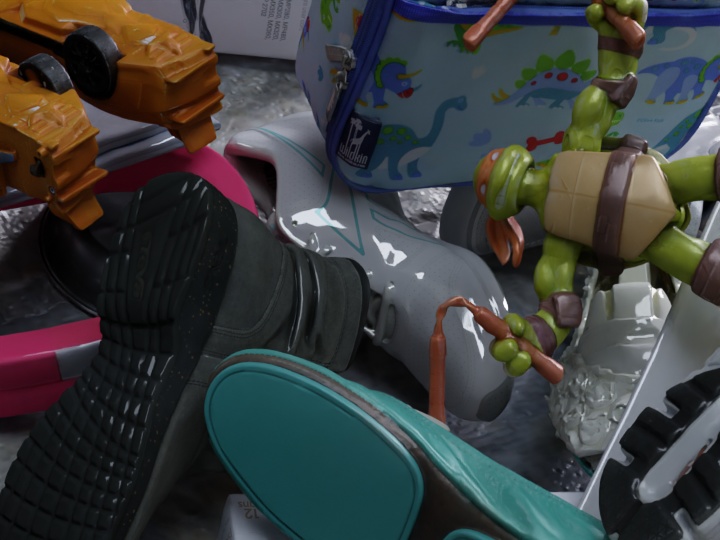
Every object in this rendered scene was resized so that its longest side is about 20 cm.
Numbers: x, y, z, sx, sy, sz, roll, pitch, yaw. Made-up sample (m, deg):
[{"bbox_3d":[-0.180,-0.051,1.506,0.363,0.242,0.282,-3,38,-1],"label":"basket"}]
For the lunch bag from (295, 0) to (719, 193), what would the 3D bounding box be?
[{"bbox_3d":[0.077,-0.114,0.800,0.198,0.161,0.083,-2,51,-23],"label":"lunch bag"}]

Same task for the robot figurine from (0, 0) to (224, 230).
[{"bbox_3d":[-0.164,-0.086,0.771,0.199,0.059,0.145,22,44,35],"label":"robot figurine"}]

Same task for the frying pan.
[{"bbox_3d":[-0.066,-0.026,0.870,0.188,0.031,0.115,-15,50,-26],"label":"frying pan"}]

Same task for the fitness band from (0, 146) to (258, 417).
[{"bbox_3d":[-0.141,-0.002,0.787,0.197,0.038,0.144,-10,45,-8],"label":"fitness band"}]

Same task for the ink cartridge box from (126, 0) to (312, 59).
[{"bbox_3d":[-0.103,-0.198,0.997,0.197,0.085,0.146,5,43,-9],"label":"ink cartridge box"}]

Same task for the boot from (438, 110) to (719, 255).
[{"bbox_3d":[0.133,-0.044,0.913,0.095,0.074,0.199,32,42,28],"label":"boot"}]

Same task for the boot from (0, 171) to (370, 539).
[{"bbox_3d":[-0.062,0.071,0.715,0.067,0.130,0.202,13,77,42],"label":"boot"}]

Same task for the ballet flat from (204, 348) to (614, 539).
[{"bbox_3d":[0.031,0.092,0.657,0.199,0.068,0.070,32,20,17],"label":"ballet flat"}]

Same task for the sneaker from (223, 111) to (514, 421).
[{"bbox_3d":[0.000,0.000,0.825,0.080,0.071,0.201,-10,46,-33],"label":"sneaker"}]

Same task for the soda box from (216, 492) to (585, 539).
[{"bbox_3d":[0.042,0.133,0.701,0.197,0.064,0.069,2,43,-16],"label":"soda box"}]

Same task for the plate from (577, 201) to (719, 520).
[{"bbox_3d":[0.204,0.068,0.684,0.198,0.032,0.201,18,65,24],"label":"plate"}]

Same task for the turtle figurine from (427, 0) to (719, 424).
[{"bbox_3d":[0.107,-0.015,0.708,0.160,0.202,0.064,14,-6,19],"label":"turtle figurine"}]

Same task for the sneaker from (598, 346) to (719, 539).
[{"bbox_3d":[0.177,0.045,0.635,0.200,0.090,0.078,-43,30,-1],"label":"sneaker"}]

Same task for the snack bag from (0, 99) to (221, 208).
[{"bbox_3d":[-0.192,-0.075,0.830,0.198,0.022,0.188,-22,36,-24],"label":"snack bag"}]

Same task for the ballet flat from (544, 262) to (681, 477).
[{"bbox_3d":[0.120,0.026,0.802,0.071,0.072,0.200,17,23,1],"label":"ballet flat"}]
